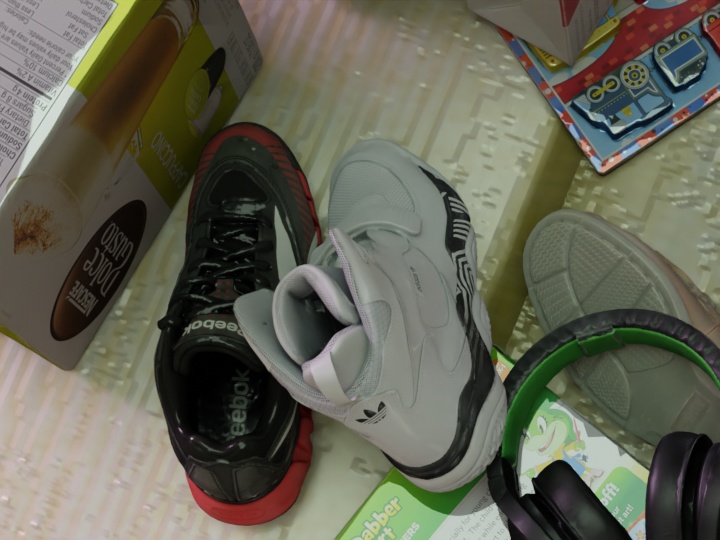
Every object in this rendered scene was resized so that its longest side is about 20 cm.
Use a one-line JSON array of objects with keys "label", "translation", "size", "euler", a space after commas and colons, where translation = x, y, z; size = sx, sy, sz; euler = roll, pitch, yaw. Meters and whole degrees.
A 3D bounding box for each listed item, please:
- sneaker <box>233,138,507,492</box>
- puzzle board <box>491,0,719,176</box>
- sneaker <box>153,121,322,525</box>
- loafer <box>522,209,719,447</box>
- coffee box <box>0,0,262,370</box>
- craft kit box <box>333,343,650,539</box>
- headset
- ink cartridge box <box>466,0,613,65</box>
[{"label": "sneaker", "translation": [0.000, 0.000, 0.947], "size": [0.075, 0.115, 0.201], "euler": [-35, 47, 24]}, {"label": "puzzle board", "translation": [0.163, -0.163, 1.049], "size": [0.199, 0.017, 0.151], "euler": [-33, 74, -3]}, {"label": "sneaker", "translation": [-0.058, 0.017, 0.987], "size": [0.070, 0.098, 0.202], "euler": [-1, 74, 9]}, {"label": "loafer", "translation": [0.158, 0.050, 0.979], "size": [0.200, 0.063, 0.072], "euler": [49, 118, 19]}, {"label": "coffee box", "translation": [-0.191, -0.097, 0.980], "size": [0.199, 0.200, 0.199], "euler": [30, 81, 13]}, {"label": "craft kit box", "translation": [0.076, 0.173, 0.958], "size": [0.197, 0.049, 0.200], "euler": [39, 83, 12]}, {"label": "headset", "translation": [0.127, 0.118, 0.916], "size": [0.122, 0.094, 0.202], "euler": [-16, 61, 16]}, {"label": "ink cartridge box", "translation": [0.126, -0.216, 1.000], "size": [0.067, 0.117, 0.201], "euler": [30, 81, 15]}]
